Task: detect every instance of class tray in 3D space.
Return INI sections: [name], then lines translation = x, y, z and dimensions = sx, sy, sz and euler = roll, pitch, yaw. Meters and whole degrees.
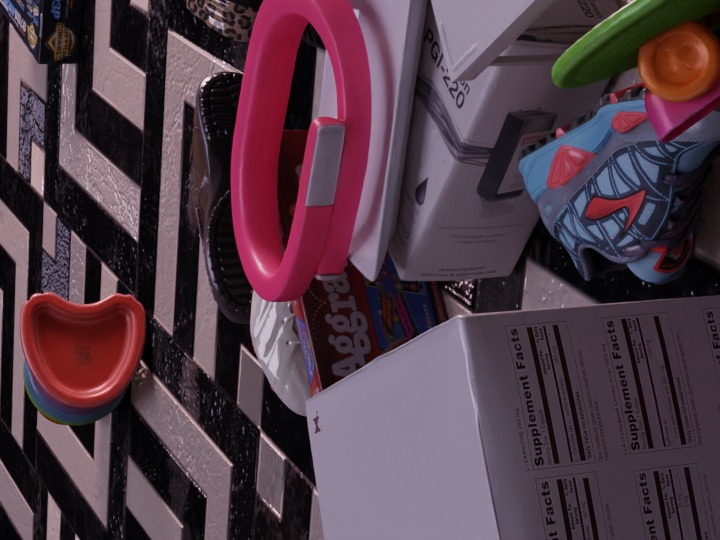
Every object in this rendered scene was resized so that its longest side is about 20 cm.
[tray]
translation = 0.007, -0.105, 1.108
dimensions = 0.107, 0.022, 0.202
euler = -132, 44, -56

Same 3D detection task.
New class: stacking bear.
[stacking bear]
translation = -0.286, 0.102, 1.881
dimensions = 0.200, 0.120, 0.115
euler = 132, 137, -69

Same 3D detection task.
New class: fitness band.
[fitness band]
translation = -0.039, -0.077, 1.152
dimensions = 0.144, 0.037, 0.201
euler = -119, 35, -50

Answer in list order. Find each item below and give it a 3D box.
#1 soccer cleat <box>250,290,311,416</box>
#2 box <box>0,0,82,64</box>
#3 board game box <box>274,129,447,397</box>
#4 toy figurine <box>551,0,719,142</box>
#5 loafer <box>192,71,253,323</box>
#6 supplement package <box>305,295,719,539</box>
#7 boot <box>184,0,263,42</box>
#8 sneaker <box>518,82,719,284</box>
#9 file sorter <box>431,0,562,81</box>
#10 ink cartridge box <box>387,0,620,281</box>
[soccer cleat]
translation = -0.045, 0.005, 1.385
dimensions = 0.077, 0.069, 0.202
euler = -33, 61, 59
[box]
translation = -0.343, -0.331, 2.003
dimensions = 0.200, 0.046, 0.160
euler = -131, 44, -52
[board game box]
translation = 0.000, 0.000, 1.240
dimensions = 0.019, 0.102, 0.202
euler = 134, 128, -58
[toy figurine]
translation = 0.208, -0.050, 0.780
dimensions = 0.185, 0.199, 0.150
euler = 62, -167, 6
[loafer]
translation = -0.095, -0.054, 1.493
dimensions = 0.071, 0.072, 0.202
euler = 132, 135, -71
[supplement package]
translation = 0.106, 0.106, 0.911
dimensions = 0.191, 0.198, 0.148
euler = 146, 118, -62
[boot]
translation = -0.108, -0.287, 1.476
dimensions = 0.200, 0.073, 0.151
euler = 52, 139, 43
[sneaker]
translation = 0.156, -0.045, 0.955
dimensions = 0.096, 0.079, 0.200
euler = 70, 160, 4
[file sorter]
translation = 0.106, -0.218, 0.955
dimensions = 0.139, 0.124, 0.202
euler = -42, 57, 58
[ink cartridge box]
translation = 0.064, -0.112, 1.109
dimensions = 0.146, 0.084, 0.201
euler = 67, 147, 36
